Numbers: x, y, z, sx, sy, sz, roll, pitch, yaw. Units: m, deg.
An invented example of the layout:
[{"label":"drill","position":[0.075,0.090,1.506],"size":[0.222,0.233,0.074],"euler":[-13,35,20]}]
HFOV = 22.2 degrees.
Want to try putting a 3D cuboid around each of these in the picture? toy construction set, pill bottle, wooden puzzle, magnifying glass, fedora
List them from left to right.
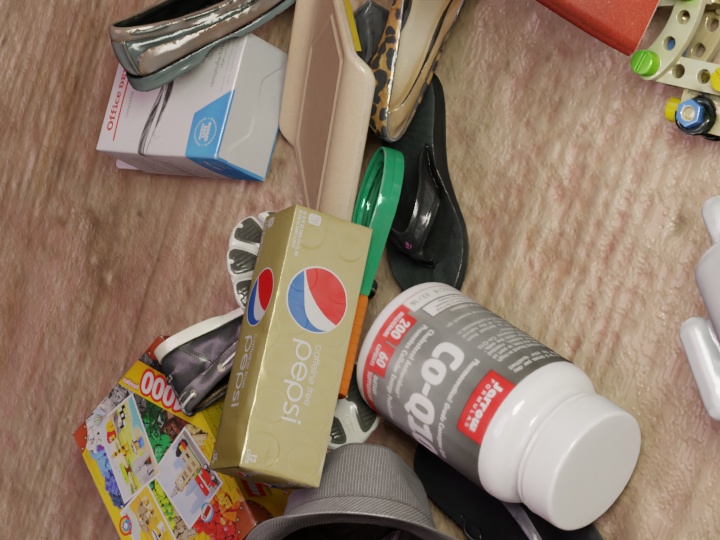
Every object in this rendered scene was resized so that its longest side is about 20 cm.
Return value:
[{"label":"wooden puzzle","position":[-0.023,-0.132,1.467],"size":[0.200,0.037,0.186],"euler":[-109,23,-51]},{"label":"fedora","position":[-0.001,0.197,1.414],"size":[0.176,0.200,0.091],"euler":[1,53,3]},{"label":"magnifying glass","position":[0.000,0.000,1.407],"size":[0.080,0.022,0.201],"euler":[141,142,-69]},{"label":"pill bottle","position":[0.101,0.100,1.354],"size":[0.200,0.114,0.114],"euler":[33,108,39]},{"label":"toy construction set","position":[0.267,-0.150,1.252],"size":[0.200,0.092,0.132],"euler":[21,100,52]}]

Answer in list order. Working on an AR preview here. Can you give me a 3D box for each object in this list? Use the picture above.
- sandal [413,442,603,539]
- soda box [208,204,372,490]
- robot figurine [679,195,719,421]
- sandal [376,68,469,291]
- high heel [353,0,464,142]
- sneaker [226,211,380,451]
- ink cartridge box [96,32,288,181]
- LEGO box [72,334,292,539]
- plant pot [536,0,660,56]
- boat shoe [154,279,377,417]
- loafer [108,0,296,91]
[{"label":"sandal","position":[0.105,0.190,1.389],"size":[0.200,0.043,0.076],"euler":[34,109,38]},{"label":"soda box","position":[-0.051,0.058,1.360],"size":[0.064,0.068,0.201],"euler":[-17,58,63]},{"label":"robot figurine","position":[0.290,0.035,1.191],"size":[0.169,0.113,0.201],"euler":[-29,67,28]},{"label":"sandal","position":[0.038,-0.067,1.469],"size":[0.075,0.048,0.201],"euler":[-19,73,38]},{"label":"high heel","position":[0.062,-0.196,1.422],"size":[0.200,0.071,0.143],"euler":[-44,40,40]},{"label":"sneaker","position":[-0.057,0.053,1.448],"size":[0.083,0.080,0.201],"euler":[-23,87,67]},{"label":"ink cartridge box","position":[-0.162,-0.148,1.631],"size":[0.200,0.068,0.116],"euler":[6,78,42]},{"label":"LEGO box","position":[-0.148,0.179,1.594],"size":[0.149,0.077,0.200],"euler":[-47,58,28]},{"label":"plant pot","position":[0.130,-0.291,1.266],"size":[0.200,0.176,0.200],"euler":[-107,39,-70]},{"label":"boat shoe","position":[-0.070,0.055,1.517],"size":[0.199,0.072,0.068],"euler":[-26,71,10]},{"label":"loafer","position":[-0.120,-0.228,1.545],"size":[0.200,0.063,0.072],"euler":[-36,32,-11]}]
